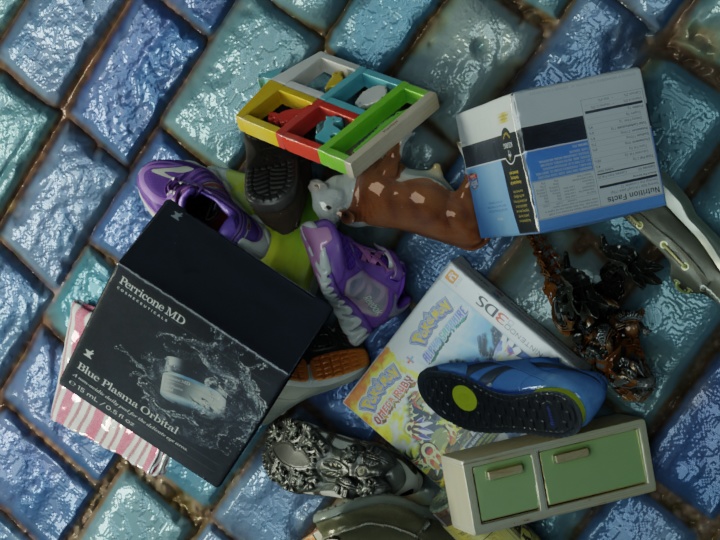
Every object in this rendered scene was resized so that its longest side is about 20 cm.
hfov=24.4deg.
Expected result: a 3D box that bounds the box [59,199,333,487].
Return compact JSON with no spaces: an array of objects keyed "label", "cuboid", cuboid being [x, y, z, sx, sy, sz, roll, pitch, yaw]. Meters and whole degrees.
[{"label":"box","cuboid":[-0.164,0.074,1.637,0.196,0.118,0.200,33,131,0]}]

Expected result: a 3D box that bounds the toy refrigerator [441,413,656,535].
[{"label":"toy refrigerator","cuboid":[0.188,0.201,1.650,0.199,0.070,0.076,-10,93,-17]}]

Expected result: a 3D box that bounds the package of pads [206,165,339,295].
[{"label":"package of pads","cuboid":[-0.122,-0.001,1.761,0.154,0.068,0.201,15,77,16]}]

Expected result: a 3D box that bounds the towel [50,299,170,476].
[{"label":"towel","cuboid":[-0.272,0.129,1.844,0.199,0.030,0.147,21,104,38]}]

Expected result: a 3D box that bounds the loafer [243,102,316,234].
[{"label":"loafer","cuboid":[-0.083,-0.111,1.720,0.073,0.200,0.071,-4,132,13]}]

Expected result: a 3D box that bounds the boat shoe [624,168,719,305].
[{"label":"boat shoe","cuboid":[0.326,-0.014,1.633,0.060,0.072,0.202,-43,76,20]}]

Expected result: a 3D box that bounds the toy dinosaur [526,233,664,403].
[{"label":"toy dinosaur","cuboid":[0.225,0.039,1.658,0.200,0.136,0.102,35,61,11]}]

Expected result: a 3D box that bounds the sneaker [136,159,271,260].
[{"label":"sneaker","cuboid":[-0.168,-0.072,1.700,0.200,0.083,0.081,33,83,42]}]

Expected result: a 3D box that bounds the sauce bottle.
[{"label":"sauce bottle","cuboid":[0.158,0.292,1.709,0.065,0.065,0.200,-40,104,19]}]

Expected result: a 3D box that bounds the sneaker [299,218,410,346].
[{"label":"sneaker","cuboid":[0.000,0.000,1.701,0.088,0.200,0.081,-21,59,5]}]

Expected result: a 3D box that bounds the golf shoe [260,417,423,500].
[{"label":"golf shoe","cuboid":[-0.022,0.212,1.780,0.199,0.094,0.078,14,87,43]}]

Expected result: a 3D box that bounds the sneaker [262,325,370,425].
[{"label":"sneaker","cuboid":[-0.086,0.121,1.799,0.199,0.092,0.076,-11,52,2]}]

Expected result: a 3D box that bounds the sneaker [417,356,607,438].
[{"label":"sneaker","cuboid":[0.154,0.119,1.674,0.199,0.078,0.066,4,121,34]}]

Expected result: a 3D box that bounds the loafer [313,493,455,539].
[{"label":"loafer","cuboid":[0.037,0.273,1.698,0.075,0.199,0.070,-26,61,43]}]

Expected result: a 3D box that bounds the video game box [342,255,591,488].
[{"label":"video game box","cuboid":[0.109,0.119,1.736,0.182,0.047,0.200,40,107,12]}]

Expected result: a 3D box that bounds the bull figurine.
[{"label":"bull figurine","cuboid":[0.046,-0.086,1.697,0.199,0.065,0.122,15,98,-12]}]

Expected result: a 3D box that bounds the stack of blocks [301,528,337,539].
[{"label":"stack of blocks","cuboid":[0.022,0.348,1.756,0.058,0.115,0.200,-35,85,19]}]

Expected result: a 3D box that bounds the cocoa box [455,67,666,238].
[{"label":"cocoa box","cuboid":[0.186,-0.107,1.583,0.133,0.200,0.132,-12,92,-11]}]

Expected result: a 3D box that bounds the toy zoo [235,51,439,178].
[{"label":"toy zoo","cuboid":[-0.035,-0.166,1.694,0.200,0.131,0.021,24,143,38]}]
